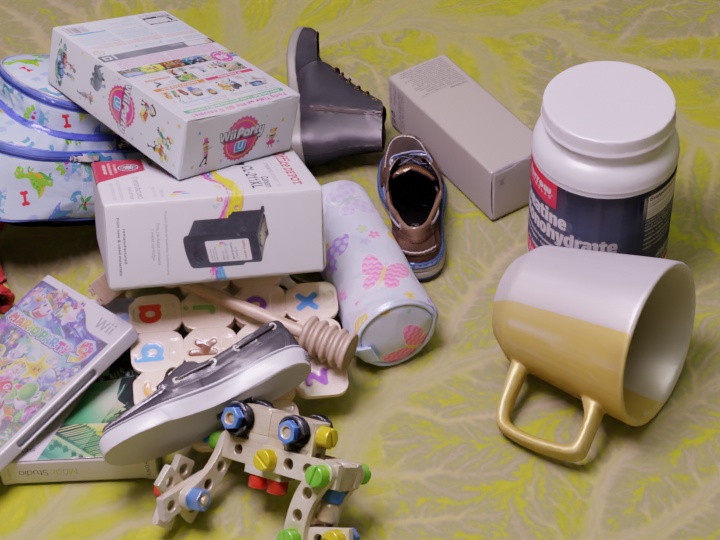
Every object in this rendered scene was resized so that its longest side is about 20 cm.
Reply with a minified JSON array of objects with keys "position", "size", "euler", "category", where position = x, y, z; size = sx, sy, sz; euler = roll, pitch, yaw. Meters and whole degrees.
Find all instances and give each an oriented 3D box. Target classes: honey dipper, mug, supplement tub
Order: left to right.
[{"position":[-0.097,0.036,1.386],"size":[0.199,0.038,0.038],"euler":[24,49,15],"category":"honey dipper"},{"position":[0.193,0.055,1.362],"size":[0.152,0.151,0.186],"euler":[18,40,31],"category":"mug"},{"position":[0.231,-0.083,1.455],"size":[0.139,0.201,0.141],"euler":[-2,43,2],"category":"supplement tub"}]

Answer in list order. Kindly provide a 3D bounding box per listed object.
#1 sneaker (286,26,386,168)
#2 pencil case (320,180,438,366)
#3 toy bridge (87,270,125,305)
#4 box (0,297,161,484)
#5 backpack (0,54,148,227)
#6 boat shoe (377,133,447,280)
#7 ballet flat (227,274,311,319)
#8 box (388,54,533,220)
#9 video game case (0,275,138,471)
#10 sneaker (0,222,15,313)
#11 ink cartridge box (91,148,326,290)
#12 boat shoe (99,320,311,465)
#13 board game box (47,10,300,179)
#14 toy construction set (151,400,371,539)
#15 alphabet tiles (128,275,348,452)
[{"position":[-0.025,-0.193,1.677],"size":[0.105,0.075,0.201],"euler":[-6,53,3],"category":"sneaker"},{"position":[0.000,0.000,1.469],"size":[0.090,0.084,0.201],"euler":[-21,46,-11],"category":"pencil case"},{"position":[-0.218,-0.020,1.515],"size":[0.067,0.027,0.200],"euler":[-35,11,32],"category":"toy bridge"},{"position":[-0.250,0.107,1.406],"size":[0.143,0.037,0.201],"euler":[-3,46,1],"category":"box"},{"position":[-0.314,-0.134,1.530],"size":[0.199,0.148,0.183],"euler":[-9,31,-38],"category":"backpack"},{"position":[0.057,-0.084,1.559],"size":[0.071,0.073,0.201],"euler":[-6,44,-3],"category":"boat shoe"},{"position":[-0.121,-0.002,1.491],"size":[0.199,0.070,0.069],"euler":[28,52,29],"category":"ballet flat"},{"position":[0.115,-0.146,1.623],"size":[0.082,0.069,0.200],"euler":[-23,48,-20],"category":"box"},{"position":[-0.315,0.098,1.381],"size":[0.143,0.018,0.200],"euler":[25,61,41],"category":"video game case"},{"position":[-0.380,0.008,1.507],"size":[0.084,0.077,0.201],"euler":[20,46,-5],"category":"sneaker"},{"position":[-0.142,-0.051,1.406],"size":[0.198,0.084,0.146],"euler":[-6,20,-13],"category":"ink cartridge box"},{"position":[-0.140,0.106,1.320],"size":[0.199,0.069,0.057],"euler":[-24,63,-18],"category":"boat shoe"},{"position":[-0.179,-0.173,1.445],"size":[0.199,0.065,0.147],"euler":[34,36,31],"category":"board game box"},{"position":[-0.077,0.182,1.278],"size":[0.198,0.132,0.092],"euler":[9,2,21],"category":"toy construction set"},{"position":[-0.113,0.071,1.391],"size":[0.194,0.015,0.202],"euler":[-5,59,-6],"category":"alphabet tiles"}]
